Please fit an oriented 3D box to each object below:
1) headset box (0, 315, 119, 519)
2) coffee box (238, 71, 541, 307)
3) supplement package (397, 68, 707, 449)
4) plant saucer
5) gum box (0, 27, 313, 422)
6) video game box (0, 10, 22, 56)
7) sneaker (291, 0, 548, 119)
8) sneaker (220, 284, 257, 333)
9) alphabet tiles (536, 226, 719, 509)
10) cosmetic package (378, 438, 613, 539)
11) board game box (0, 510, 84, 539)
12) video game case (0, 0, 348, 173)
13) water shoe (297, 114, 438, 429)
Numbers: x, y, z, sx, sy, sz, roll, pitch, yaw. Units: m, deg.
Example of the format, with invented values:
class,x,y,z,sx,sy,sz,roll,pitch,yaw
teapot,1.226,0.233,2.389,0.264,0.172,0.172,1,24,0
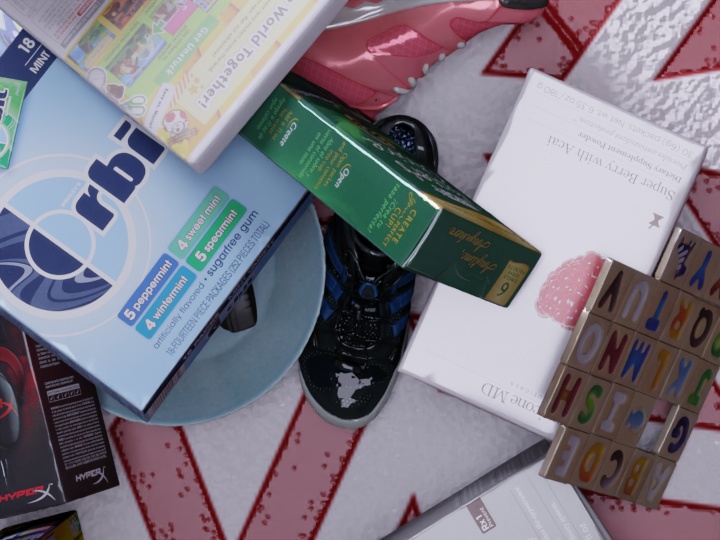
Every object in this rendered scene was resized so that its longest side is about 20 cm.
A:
class,x,y,z,sx,sy,sz,roll,pitch,yaw
headset box,-0.251,0.058,1.746,0.148,0.075,0.201,-14,89,23
coffee box,0.003,-0.057,1.640,0.200,0.123,0.044,40,100,35
supplement package,0.118,-0.007,1.722,0.121,0.120,0.201,24,92,3
plant saucer,-0.117,-0.004,1.771,0.200,0.039,0.202,0,93,9
gum box,-0.157,-0.037,1.666,0.200,0.045,0.170,35,79,7
video game box,-0.211,-0.182,1.776,0.181,0.047,0.201,-20,89,1
sneaker,0.022,-0.142,1.761,0.199,0.074,0.087,-7,104,7
sneaker,-0.140,-0.043,1.721,0.104,0.060,0.201,-20,82,1
alphabet tiles,0.172,0.056,1.691,0.008,0.200,0.168,26,93,31
cosmetic package,0.060,0.201,1.746,0.200,0.090,0.107,-34,92,0
board game box,-0.189,0.240,1.704,0.056,0.200,0.166,-15,91,2
video game case,-0.094,-0.185,1.640,0.182,0.023,0.200,39,87,23
water shoe,0.000,0.000,1.749,0.071,0.079,0.201,11,91,3
